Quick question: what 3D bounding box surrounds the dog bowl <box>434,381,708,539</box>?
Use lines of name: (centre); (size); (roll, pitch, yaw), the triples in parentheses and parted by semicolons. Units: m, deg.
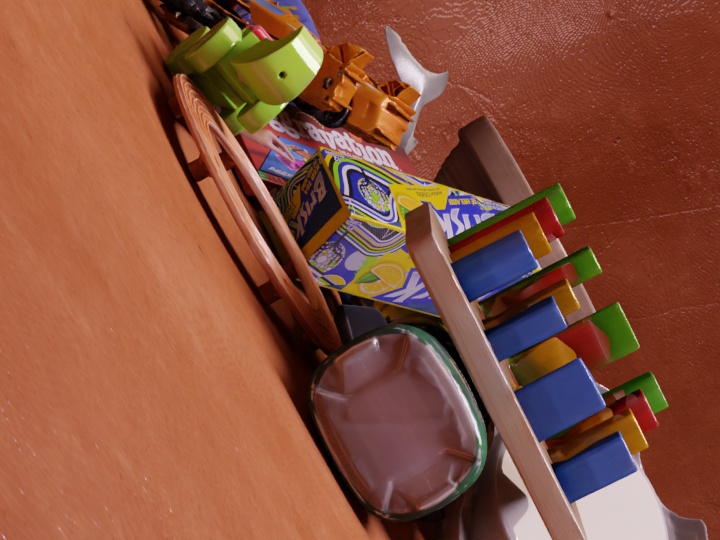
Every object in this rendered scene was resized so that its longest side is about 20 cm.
dog bowl: (0.134, 0.167, 1.600); (0.199, 0.059, 0.201); (19, 52, -25)

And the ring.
ring: (-0.067, -0.030, 1.499); (0.201, 0.019, 0.200); (61, 5, -9)

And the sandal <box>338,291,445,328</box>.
sandal: (0.000, 0.000, 1.791); (0.201, 0.079, 0.087); (55, -31, 16)

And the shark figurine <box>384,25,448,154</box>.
shark figurine: (-0.004, -0.091, 2.056); (0.089, 0.215, 0.129); (22, 47, -8)

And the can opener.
can opener: (0.029, 0.096, 1.600); (0.201, 0.078, 0.064); (-109, -153, -52)

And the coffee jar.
coffee jar: (0.028, 0.082, 1.415); (0.105, 0.085, 0.200); (61, 4, 1)

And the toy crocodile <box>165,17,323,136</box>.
toy crocodile: (-0.077, -0.130, 1.570); (0.068, 0.062, 0.200); (49, -9, -11)

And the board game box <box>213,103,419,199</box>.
board game box: (-0.022, -0.071, 1.722); (0.199, 0.019, 0.103); (18, 35, -45)

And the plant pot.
plant pot: (0.106, -0.012, 1.915); (0.202, 0.092, 0.201); (61, 2, -3)

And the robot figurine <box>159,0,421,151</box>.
robot figurine: (-0.057, -0.155, 1.699); (0.199, 0.058, 0.145); (34, 1, 33)

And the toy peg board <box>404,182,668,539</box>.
toy peg board: (0.113, 0.042, 1.454); (0.201, 0.097, 0.199); (63, 4, -5)

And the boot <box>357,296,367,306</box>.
boot: (0.004, -0.029, 1.928); (0.201, 0.073, 0.155); (53, 1, -3)

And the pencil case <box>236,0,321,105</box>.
pencil case: (-0.078, -0.177, 1.906); (0.200, 0.086, 0.079); (-111, -159, -61)

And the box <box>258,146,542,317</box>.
box: (0.031, -0.020, 1.673); (0.199, 0.070, 0.065); (15, 40, -45)
